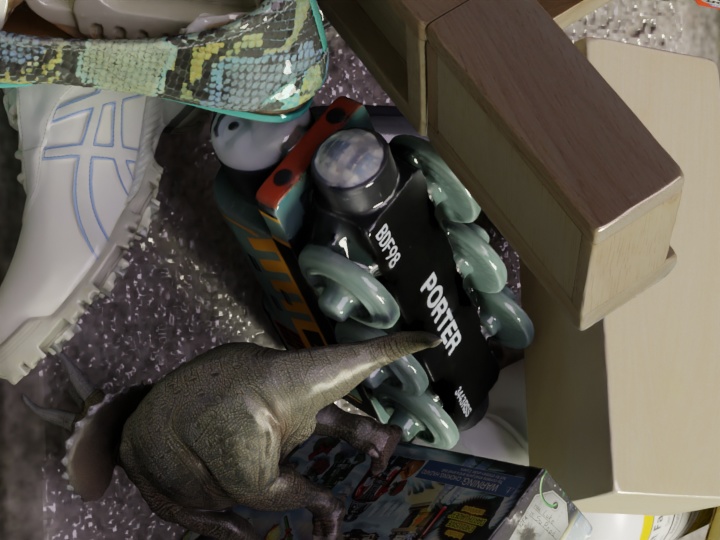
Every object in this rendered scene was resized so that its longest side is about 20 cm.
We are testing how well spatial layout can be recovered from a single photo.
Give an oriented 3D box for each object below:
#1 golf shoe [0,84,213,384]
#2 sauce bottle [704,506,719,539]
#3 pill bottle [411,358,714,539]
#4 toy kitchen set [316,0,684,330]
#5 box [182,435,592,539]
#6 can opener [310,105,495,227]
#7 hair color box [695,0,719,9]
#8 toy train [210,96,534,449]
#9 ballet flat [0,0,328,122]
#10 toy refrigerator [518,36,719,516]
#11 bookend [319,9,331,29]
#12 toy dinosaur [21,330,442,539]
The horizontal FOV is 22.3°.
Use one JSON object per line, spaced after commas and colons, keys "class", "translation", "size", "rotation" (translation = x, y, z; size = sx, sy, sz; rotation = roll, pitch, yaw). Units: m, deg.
{"class": "golf shoe", "translation": [-0.121, -0.053, 0.759], "size": [0.097, 0.078, 0.201], "rotation": [30, 73, -11]}
{"class": "sauce bottle", "translation": [0.196, 0.139, 0.876], "size": [0.066, 0.066, 0.200], "rotation": [-44, 156, -24]}
{"class": "pill bottle", "translation": [0.124, 0.085, 0.897], "size": [0.199, 0.111, 0.112], "rotation": [-18, 103, -32]}
{"class": "toy kitchen set", "translation": [0.111, -0.094, 0.713], "size": [0.200, 0.163, 0.181], "rotation": [-32, 67, -12]}
{"class": "box", "translation": [-0.014, 0.132, 0.753], "size": [0.040, 0.200, 0.137], "rotation": [50, 66, -23]}
{"class": "can opener", "translation": [0.061, -0.056, 0.874], "size": [0.199, 0.063, 0.079], "rotation": [5, 91, -35]}
{"class": "hair color box", "translation": [0.189, -0.204, 0.889], "size": [0.200, 0.064, 0.111], "rotation": [22, 83, -69]}
{"class": "toy train", "translation": [0.000, 0.000, 0.770], "size": [0.085, 0.114, 0.200], "rotation": [-52, 148, -17]}
{"class": "ballet flat", "translation": [-0.110, -0.104, 0.696], "size": [0.199, 0.074, 0.075], "rotation": [5, 91, 4]}
{"class": "toy refrigerator", "translation": [0.117, 0.005, 0.815], "size": [0.076, 0.070, 0.201], "rotation": [6, 75, -28]}
{"class": "bookend", "translation": [0.020, -0.208, 0.749], "size": [0.092, 0.200, 0.199], "rotation": [-32, 109, -22]}
{"class": "toy dinosaur", "translation": [-0.051, 0.067, 0.718], "size": [0.102, 0.200, 0.077], "rotation": [33, 56, -27]}
